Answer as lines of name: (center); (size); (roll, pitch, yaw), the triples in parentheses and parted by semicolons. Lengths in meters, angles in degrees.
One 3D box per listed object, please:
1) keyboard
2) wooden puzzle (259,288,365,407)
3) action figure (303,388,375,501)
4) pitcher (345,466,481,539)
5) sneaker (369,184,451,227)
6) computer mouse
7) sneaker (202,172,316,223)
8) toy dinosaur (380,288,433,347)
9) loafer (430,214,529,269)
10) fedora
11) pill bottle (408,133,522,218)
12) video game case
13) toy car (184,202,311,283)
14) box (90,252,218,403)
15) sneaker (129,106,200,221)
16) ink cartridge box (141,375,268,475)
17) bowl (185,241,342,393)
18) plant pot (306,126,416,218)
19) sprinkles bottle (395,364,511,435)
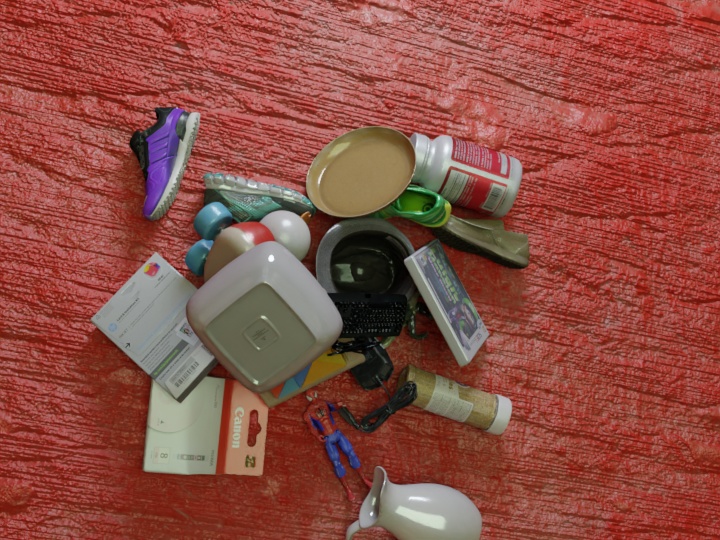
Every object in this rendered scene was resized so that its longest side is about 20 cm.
keyboard: (0.010, 0.090, 1.587); (0.199, 0.040, 0.105); (2, 105, -45)
wooden puzzle: (-0.104, 0.134, 1.589); (0.184, 0.037, 0.200); (-27, 133, 3)
action figure: (-0.037, 0.287, 1.645); (0.065, 0.099, 0.201); (-28, 89, -16)
pitcher: (0.088, 0.431, 1.656); (0.199, 0.121, 0.172); (21, 119, -17)
sneaker: (0.057, -0.123, 1.698); (0.199, 0.084, 0.075); (4, 70, 13)
computer mouse: (-0.002, 0.178, 1.688); (0.140, 0.046, 0.200); (-45, 77, 14)
sneaker: (-0.177, -0.106, 1.674); (0.199, 0.078, 0.092); (12, 98, -9)
toy dinosaur: (0.090, 0.078, 1.720); (0.088, 0.047, 0.201); (25, 81, 17)
loafer: (0.217, -0.064, 1.760); (0.199, 0.076, 0.068); (23, 75, -17)
fedora: (0.000, 0.000, 1.686); (0.199, 0.090, 0.178); (-9, 89, -24)
pill bottle: (0.176, -0.173, 1.738); (0.199, 0.112, 0.113); (17, 80, -12)
video game case: (0.152, 0.050, 1.684); (0.023, 0.182, 0.201); (-28, 91, 21)
toy car: (-0.152, -0.029, 1.623); (0.200, 0.177, 0.184); (-31, 68, -37)
box: (-0.312, 0.091, 1.591); (0.200, 0.041, 0.156); (39, 76, 13)
sneaker: (-0.343, -0.183, 1.638); (0.099, 0.070, 0.201); (18, 76, -4)
ink cartridge box: (-0.252, 0.255, 1.619); (0.199, 0.057, 0.164); (6, 82, -9)
bowl: (-0.145, 0.082, 1.475); (0.200, 0.075, 0.200); (-36, 106, 11)
plant pot: (0.004, -0.164, 1.684); (0.199, 0.028, 0.201); (-12, 52, 15)
sprinkles bottle: (0.163, 0.226, 1.713); (0.199, 0.068, 0.069); (20, 80, -11)
